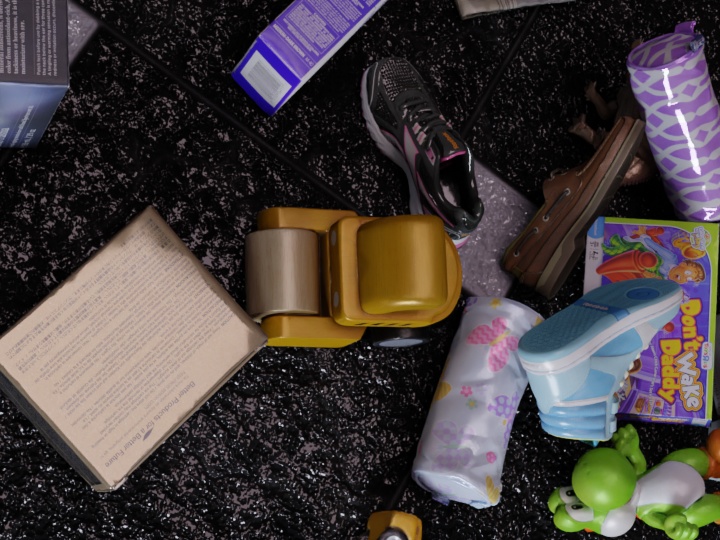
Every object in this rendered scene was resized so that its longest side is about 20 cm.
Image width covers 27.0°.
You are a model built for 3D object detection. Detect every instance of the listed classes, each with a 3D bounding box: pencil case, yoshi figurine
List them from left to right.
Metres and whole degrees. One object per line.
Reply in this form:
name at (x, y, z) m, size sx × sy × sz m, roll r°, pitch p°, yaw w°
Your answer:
pencil case at (0.117, 0.125, 1.442) m, size 0.090 × 0.083 × 0.202 m, roll 19°, pitch 71°, yaw -2°
yoshi figurine at (0.284, 0.208, 1.464) m, size 0.198 × 0.112 × 0.113 m, roll -8°, pitch 100°, yaw -13°
pencil case at (0.329, -0.146, 1.506) m, size 0.085 × 0.083 × 0.201 m, roll -44°, pitch 125°, yaw -37°

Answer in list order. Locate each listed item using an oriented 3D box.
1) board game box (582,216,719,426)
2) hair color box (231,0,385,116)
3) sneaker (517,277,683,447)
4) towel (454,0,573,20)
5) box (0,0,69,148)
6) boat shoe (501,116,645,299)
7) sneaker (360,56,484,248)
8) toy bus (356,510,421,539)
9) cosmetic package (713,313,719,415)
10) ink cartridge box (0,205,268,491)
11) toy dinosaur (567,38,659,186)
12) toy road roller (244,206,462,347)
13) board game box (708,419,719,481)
board game box at (0.290, 0.050, 1.516) m, size 0.133 × 0.045 × 0.202 m, roll 3°, pitch 76°, yaw 9°
hair color box at (-0.029, -0.250, 1.452) m, size 0.065 × 0.109 × 0.200 m, roll 46°, pitch 67°, yaw -5°
sneaker at (0.239, 0.093, 1.456) m, size 0.199 × 0.079 × 0.132 m, roll -24°, pitch 114°, yaw -27°
towel at (0.164, -0.374, 1.593) m, size 0.191 × 0.035 × 0.202 m, roll -15°, pitch 85°, yaw -23°
box at (-0.359, -0.184, 1.264) m, size 0.196 × 0.200 × 0.125 m, roll 1°, pitch 79°, yaw -20°
boat shoe at (0.210, -0.073, 1.494) m, size 0.068 × 0.072 × 0.201 m, roll 32°, pitch 95°, yaw 16°
sneaker at (0.073, -0.123, 1.477) m, size 0.080 × 0.086 × 0.201 m, roll -26°, pitch 88°, yaw -25°
toy bus at (0.027, 0.327, 1.376) m, size 0.078 × 0.065 × 0.202 m, roll 17°, pitch 73°, yaw -17°
cosmetic package at (0.436, 0.078, 1.512) m, size 0.084 × 0.200 × 0.109 m, roll -7°, pitch 79°, yaw -23°
ink cartridge box at (-0.210, 0.070, 1.334) m, size 0.200 × 0.075 × 0.165 m, roll -43°, pitch 97°, yaw -24°
toy dinosaur at (0.302, -0.149, 1.576) m, size 0.135 × 0.086 × 0.202 m, roll 27°, pitch 76°, yaw -21°
toy road roller at (0.000, 0.000, 1.390) m, size 0.198 × 0.146 × 0.124 m, roll 2°, pitch 78°, yaw -21°
board game box at (0.478, 0.193, 1.532) m, size 0.198 × 0.147 × 0.065 m, roll 13°, pitch 73°, yaw -17°
